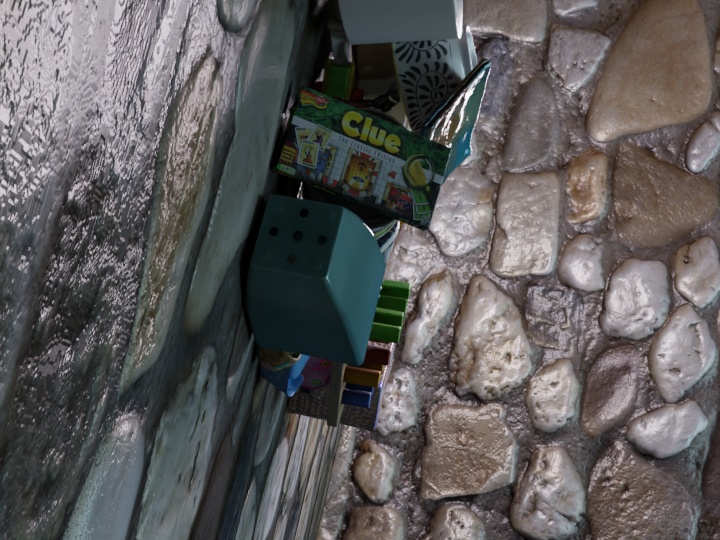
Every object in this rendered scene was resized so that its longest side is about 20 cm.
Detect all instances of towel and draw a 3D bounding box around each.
[{"bbox_3d":[0.116,-0.171,1.405,0.147,0.022,0.201,-50,164,-25],"label":"towel"}]

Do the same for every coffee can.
[{"bbox_3d":[-0.004,-0.116,1.378,0.200,0.144,0.149,129,-26,-85],"label":"coffee can"}]

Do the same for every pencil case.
[{"bbox_3d":[-0.063,0.122,1.786,0.201,0.086,0.089,-72,173,-62],"label":"pencil case"}]

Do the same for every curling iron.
[{"bbox_3d":[-0.019,-0.208,1.320,0.199,0.026,0.049,-15,165,-48],"label":"curling iron"}]

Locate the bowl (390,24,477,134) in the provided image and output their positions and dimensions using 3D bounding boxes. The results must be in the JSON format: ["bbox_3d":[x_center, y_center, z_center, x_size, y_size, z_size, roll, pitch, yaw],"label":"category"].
[{"bbox_3d":[0.107,-0.278,1.436,0.201,0.093,0.204,-10,90,-77],"label":"bowl"}]

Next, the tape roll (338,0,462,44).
[{"bbox_3d":[0.049,-0.378,1.278,0.203,0.137,0.206,-1,90,-80],"label":"tape roll"}]

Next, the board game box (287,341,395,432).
[{"bbox_3d":[-0.028,0.172,1.896,0.201,0.157,0.098,-71,171,-58],"label":"board game box"}]

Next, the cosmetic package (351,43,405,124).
[{"bbox_3d":[0.024,-0.303,1.509,0.106,0.070,0.203,96,-8,-63],"label":"cosmetic package"}]

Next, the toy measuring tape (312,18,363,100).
[{"bbox_3d":[-0.031,-0.236,1.361,0.200,0.072,0.075,88,15,-67],"label":"toy measuring tape"}]

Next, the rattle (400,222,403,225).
[{"bbox_3d":[0.005,-0.074,1.831,0.201,0.141,0.132,81,2,-61],"label":"rattle"}]

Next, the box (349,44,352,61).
[{"bbox_3d":[-0.007,-0.305,1.637,0.042,0.038,0.202,96,8,-64],"label":"box"}]

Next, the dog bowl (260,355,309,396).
[{"bbox_3d":[-0.083,0.082,1.498,0.112,0.049,0.201,99,14,-48],"label":"dog bowl"}]

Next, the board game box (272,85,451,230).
[{"bbox_3d":[0.004,-0.130,1.250,0.023,0.198,0.106,158,-50,-70],"label":"board game box"}]

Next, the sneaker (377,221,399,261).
[{"bbox_3d":[0.000,0.000,1.498,0.201,0.076,0.086,-59,151,-36],"label":"sneaker"}]

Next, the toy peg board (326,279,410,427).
[{"bbox_3d":[0.017,0.117,1.692,0.201,0.096,0.202,-70,167,-61],"label":"toy peg board"}]

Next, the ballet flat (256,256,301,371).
[{"bbox_3d":[-0.080,0.037,1.402,0.070,0.065,0.203,29,67,-44],"label":"ballet flat"}]

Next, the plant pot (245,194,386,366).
[{"bbox_3d":[-0.058,0.001,1.250,0.201,0.139,0.143,77,25,-65],"label":"plant pot"}]
